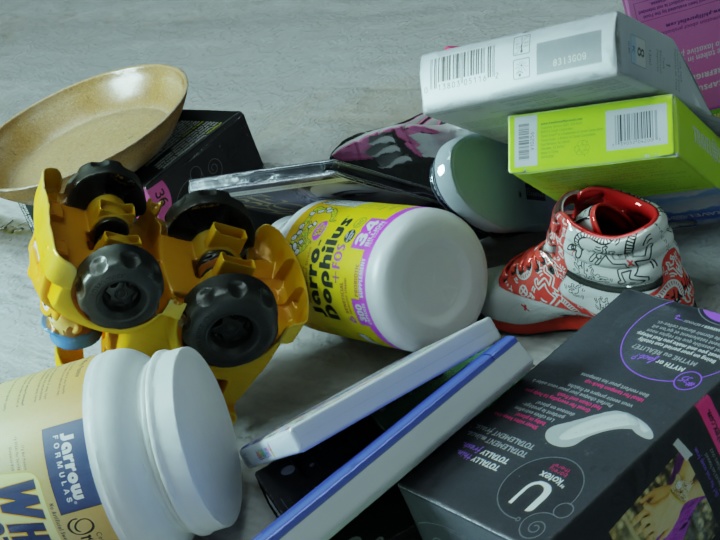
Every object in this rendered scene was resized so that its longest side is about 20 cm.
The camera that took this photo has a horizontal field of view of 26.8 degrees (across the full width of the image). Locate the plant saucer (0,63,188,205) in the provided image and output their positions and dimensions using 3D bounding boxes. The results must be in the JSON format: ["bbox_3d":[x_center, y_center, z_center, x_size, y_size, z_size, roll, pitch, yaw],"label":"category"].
[{"bbox_3d":[-0.229,-0.108,1.260,0.198,0.036,0.201,-17,29,10],"label":"plant saucer"}]

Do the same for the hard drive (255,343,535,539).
[{"bbox_3d":[0.043,0.127,0.979,0.199,0.038,0.140,-29,29,-12],"label":"hard drive"}]

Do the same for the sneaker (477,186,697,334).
[{"bbox_3d":[0.144,-0.010,1.071,0.200,0.109,0.067,10,41,45],"label":"sneaker"}]

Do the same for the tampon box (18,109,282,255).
[{"bbox_3d":[-0.182,-0.048,1.322,0.199,0.151,0.126,8,39,43],"label":"tampon box"}]

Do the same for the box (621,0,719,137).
[{"bbox_3d":[0.263,-0.180,1.188,0.096,0.202,0.177,-15,29,12],"label":"box"}]

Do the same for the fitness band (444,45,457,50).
[{"bbox_3d":[0.153,-0.179,1.367,0.142,0.038,0.200,0,13,-19],"label":"fitness band"}]

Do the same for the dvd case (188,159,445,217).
[{"bbox_3d":[-0.019,-0.058,1.227,0.147,0.016,0.199,-5,-10,36],"label":"dvd case"}]

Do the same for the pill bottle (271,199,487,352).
[{"bbox_3d":[0.000,0.000,1.149,0.104,0.105,0.199,-36,23,-26],"label":"pill bottle"}]

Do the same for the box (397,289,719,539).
[{"bbox_3d":[0.141,0.117,0.852,0.199,0.107,0.122,-36,29,-25],"label":"box"}]

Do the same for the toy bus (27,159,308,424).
[{"bbox_3d":[-0.164,0.039,1.104,0.193,0.198,0.136,-58,31,28],"label":"toy bus"}]

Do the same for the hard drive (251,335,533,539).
[{"bbox_3d":[0.003,0.119,0.877,0.199,0.025,0.132,-37,-5,-21],"label":"hard drive"}]

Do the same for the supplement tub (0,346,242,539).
[{"bbox_3d":[-0.192,0.136,1.013,0.198,0.146,0.145,-16,28,10],"label":"supplement tub"}]

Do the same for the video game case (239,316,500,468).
[{"bbox_3d":[-0.001,0.083,0.973,0.142,0.018,0.200,-28,-3,-16],"label":"video game case"}]

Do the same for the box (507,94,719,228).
[{"bbox_3d":[0.197,-0.072,1.077,0.121,0.048,0.199,-5,-12,27],"label":"box"}]

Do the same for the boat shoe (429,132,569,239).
[{"bbox_3d":[0.088,-0.055,1.163,0.090,0.072,0.199,-10,-11,32],"label":"boat shoe"}]

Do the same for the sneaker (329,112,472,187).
[{"bbox_3d":[0.068,-0.110,1.352,0.198,0.081,0.086,-11,22,-7],"label":"sneaker"}]

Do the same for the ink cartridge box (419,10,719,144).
[{"bbox_3d":[0.162,-0.124,1.064,0.159,0.048,0.199,-8,-11,39],"label":"ink cartridge box"}]
